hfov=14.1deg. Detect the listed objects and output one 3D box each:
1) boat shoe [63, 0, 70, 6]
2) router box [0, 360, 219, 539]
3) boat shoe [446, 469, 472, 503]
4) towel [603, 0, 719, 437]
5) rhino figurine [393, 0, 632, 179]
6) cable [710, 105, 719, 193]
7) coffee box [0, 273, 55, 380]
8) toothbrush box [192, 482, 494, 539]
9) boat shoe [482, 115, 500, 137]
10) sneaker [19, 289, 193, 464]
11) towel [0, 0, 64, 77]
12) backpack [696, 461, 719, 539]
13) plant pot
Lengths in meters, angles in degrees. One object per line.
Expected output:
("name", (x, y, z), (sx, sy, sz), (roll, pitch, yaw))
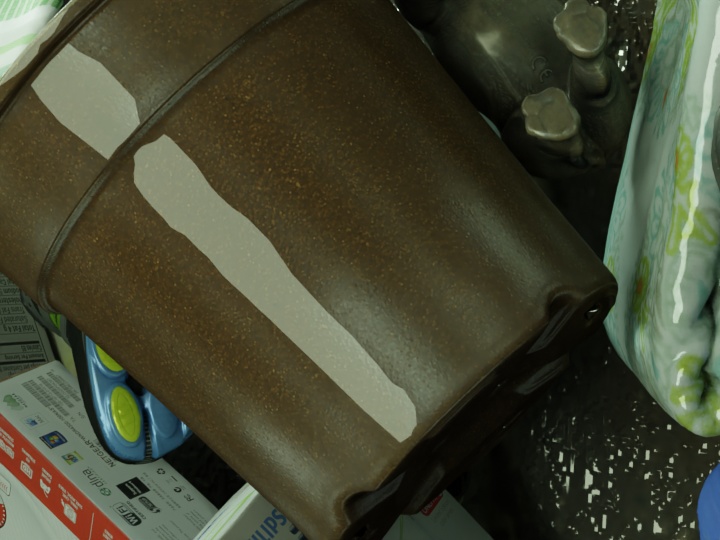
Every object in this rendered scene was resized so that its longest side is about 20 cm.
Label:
("boat shoe", (-0.110, -0.110, 1.340), (0.201, 0.065, 0.075), (8, 97, 37))
("router box", (-0.107, 0.171, 1.321), (0.200, 0.049, 0.180), (39, 133, 31))
("boat shoe", (0.021, 0.077, 1.240), (0.060, 0.072, 0.202), (41, 124, 11))
("towel", (0.129, -0.050, 1.100), (0.048, 0.171, 0.201), (7, 97, 0))
("rhino figurine", (0.041, -0.116, 1.151), (0.060, 0.088, 0.200), (-34, 66, -3))
("cable", (0.149, 0.007, 0.969), (0.097, 0.050, 0.201), (18, 74, 8))
("coffee box", (-0.298, 0.029, 1.405), (0.199, 0.199, 0.199), (-31, 74, 34))
("toothbrush box", (0.013, 0.170, 1.160), (0.200, 0.146, 0.086), (46, 121, 0))
("boat shoe", (0.000, 0.000, 1.260), (0.072, 0.062, 0.201), (34, 111, 32))
("sneaker", (-0.111, 0.012, 1.328), (0.083, 0.070, 0.200), (-62, 34, 39))
("towel", (-0.198, -0.121, 1.338), (0.152, 0.201, 0.023), (-13, 127, 24))
("backpack", (0.215, 0.111, 1.034), (0.200, 0.162, 0.168), (48, 124, 25))
("plant pot", (-0.022, -0.011, 1.099), (0.198, 0.200, 0.200), (47, 118, 11))
